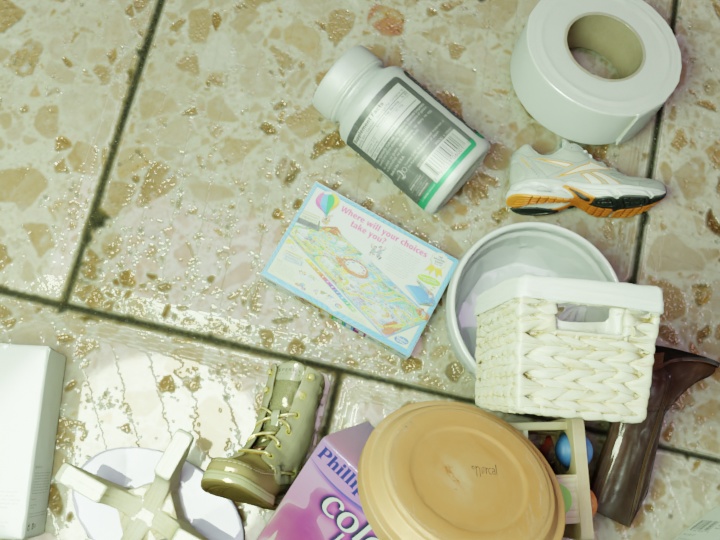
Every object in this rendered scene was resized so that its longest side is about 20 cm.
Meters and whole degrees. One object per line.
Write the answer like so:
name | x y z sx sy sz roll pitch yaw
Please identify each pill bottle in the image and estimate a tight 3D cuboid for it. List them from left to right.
pill bottle | 0.047 -0.171 1.008 0.200 0.113 0.113 42 77 6

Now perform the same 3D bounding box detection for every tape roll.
tape roll | 0.294 -0.260 1.054 0.202 0.071 0.203 4 66 -8

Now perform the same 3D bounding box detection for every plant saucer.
plant saucer | 0.097 0.200 0.783 0.200 0.032 0.200 11 41 -10

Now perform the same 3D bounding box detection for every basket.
basket | 0.190 0.080 0.814 0.135 0.200 0.124 5 83 -3

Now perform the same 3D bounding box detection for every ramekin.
ramekin | 0.191 0.053 0.971 0.200 0.105 0.200 1 76 -5

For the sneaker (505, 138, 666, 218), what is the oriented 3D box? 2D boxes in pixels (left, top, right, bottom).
sneaker | 0.280 -0.120 1.038 0.200 0.076 0.092 3 72 -5

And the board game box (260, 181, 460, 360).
board game box | 0.000 0.000 1.004 0.200 0.034 0.135 29 76 3

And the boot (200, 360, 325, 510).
boot | -0.094 0.167 0.877 0.073 0.200 0.156 9 74 19

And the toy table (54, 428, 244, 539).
toy table | -0.220 0.257 0.884 0.200 0.117 0.184 17 76 0

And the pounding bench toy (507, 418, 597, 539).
pounding bench toy | 0.172 0.265 0.909 0.156 0.124 0.200 0 77 -5

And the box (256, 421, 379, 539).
box | -0.001 0.289 0.838 0.176 0.097 0.200 39 107 23

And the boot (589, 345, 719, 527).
boot | 0.337 0.190 0.971 0.186 0.064 0.200 6 94 -36

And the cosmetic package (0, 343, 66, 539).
cosmetic package | -0.390 0.182 0.904 0.107 0.085 0.200 5 76 -4

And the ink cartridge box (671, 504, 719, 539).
ink cartridge box | 0.463 0.320 0.908 0.200 0.147 0.145 -32 81 -10
